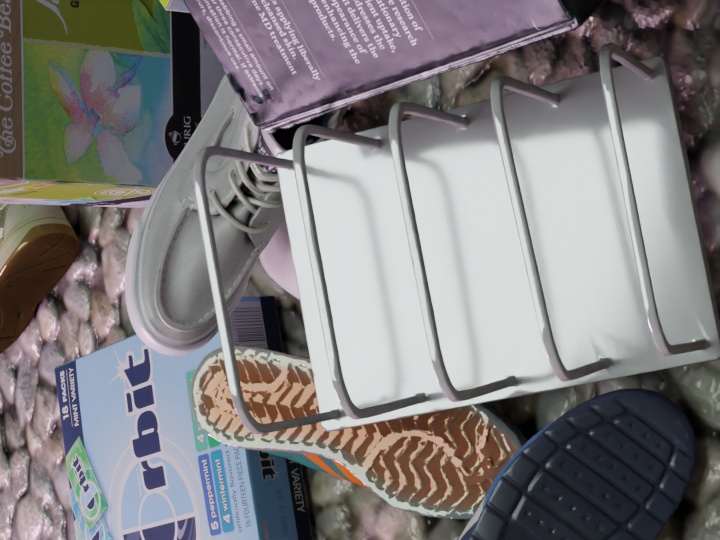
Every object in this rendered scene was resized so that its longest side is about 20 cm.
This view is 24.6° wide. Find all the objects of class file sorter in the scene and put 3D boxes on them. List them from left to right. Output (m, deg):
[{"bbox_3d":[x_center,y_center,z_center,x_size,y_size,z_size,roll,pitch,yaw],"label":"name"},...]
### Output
[{"bbox_3d":[0.044,-0.010,0.735,0.198,0.124,0.141,-12,85,19],"label":"file sorter"}]

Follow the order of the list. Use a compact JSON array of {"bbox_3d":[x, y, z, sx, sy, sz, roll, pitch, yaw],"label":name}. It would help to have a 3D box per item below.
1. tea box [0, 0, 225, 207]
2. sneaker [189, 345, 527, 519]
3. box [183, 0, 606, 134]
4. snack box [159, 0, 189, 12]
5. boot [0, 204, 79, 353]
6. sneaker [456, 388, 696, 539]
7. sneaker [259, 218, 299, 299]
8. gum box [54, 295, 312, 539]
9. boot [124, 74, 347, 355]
[{"bbox_3d":[-0.173,-0.144,0.986,0.133,0.195,0.203,-3,88,48],"label":"tea box"},{"bbox_3d":[0.010,0.082,0.885,0.198,0.080,0.072,15,91,27],"label":"sneaker"},{"bbox_3d":[0.044,-0.177,0.721,0.195,0.200,0.125,-10,116,46],"label":"box"},{"bbox_3d":[-0.069,-0.215,0.890,0.201,0.167,0.068,53,127,34],"label":"snack box"},{"bbox_3d":[-0.290,-0.028,1.213,0.200,0.072,0.156,-43,60,34],"label":"boot"},{"bbox_3d":[0.081,0.134,0.789,0.074,0.082,0.200,41,100,5],"label":"sneaker"},{"bbox_3d":[0.000,0.000,0.885,0.199,0.070,0.074,18,104,47],"label":"sneaker"},{"bbox_3d":[-0.115,0.122,1.036,0.199,0.044,0.172,-21,75,47],"label":"gum box"},{"bbox_3d":[-0.065,-0.053,0.900,0.095,0.073,0.202,-22,45,66],"label":"boot"}]
